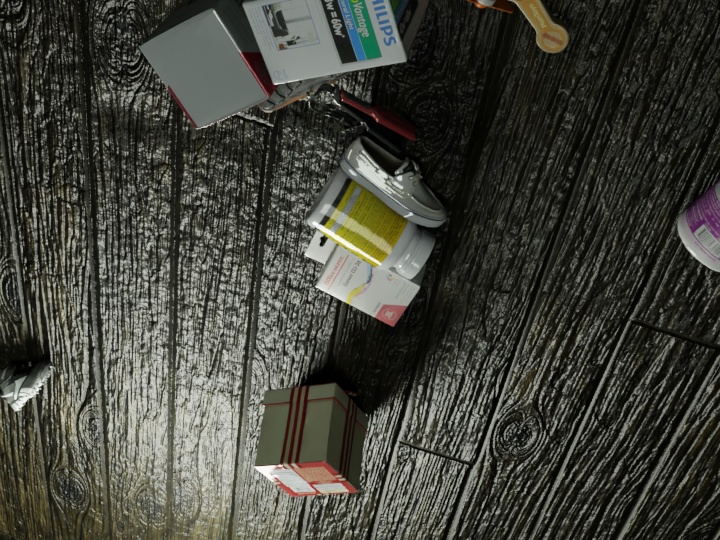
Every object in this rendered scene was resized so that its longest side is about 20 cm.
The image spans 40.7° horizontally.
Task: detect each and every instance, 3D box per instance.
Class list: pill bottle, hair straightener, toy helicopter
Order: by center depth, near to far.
[{"bbox_3d":[0.213,-0.372,1.314,0.131,0.079,0.200,-23,122,33],"label":"toy helicopter"},{"bbox_3d":[0.564,-0.098,1.400,0.112,0.113,0.200,31,131,-9],"label":"pill bottle"},{"bbox_3d":[-0.008,-0.227,1.481,0.199,0.041,0.077,19,140,-36],"label":"hair straightener"},{"bbox_3d":[0.020,-0.073,1.596,0.199,0.113,0.113,32,131,-9],"label":"pill bottle"}]

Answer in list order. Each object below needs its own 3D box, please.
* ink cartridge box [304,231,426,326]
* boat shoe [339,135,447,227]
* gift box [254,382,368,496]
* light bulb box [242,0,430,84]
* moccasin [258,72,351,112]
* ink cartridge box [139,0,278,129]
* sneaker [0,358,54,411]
[{"bbox_3d":[0.000,0.000,1.692,0.198,0.068,0.117,27,132,-5],"label":"ink cartridge box"},{"bbox_3d":[0.064,-0.146,1.555,0.199,0.071,0.070,35,128,-7],"label":"boat shoe"},{"bbox_3d":[-0.094,0.333,1.926,0.182,0.189,0.200,-6,146,20],"label":"gift box"},{"bbox_3d":[-0.023,-0.367,1.311,0.198,0.199,0.126,-5,129,23],"label":"light bulb box"},{"bbox_3d":[-0.068,-0.302,1.465,0.200,0.078,0.074,-32,98,19],"label":"moccasin"},{"bbox_3d":[-0.187,-0.333,1.393,0.143,0.201,0.146,-17,121,32],"label":"ink cartridge box"},{"bbox_3d":[-0.747,0.240,2.134,0.090,0.067,0.200,38,132,-17],"label":"sneaker"}]
